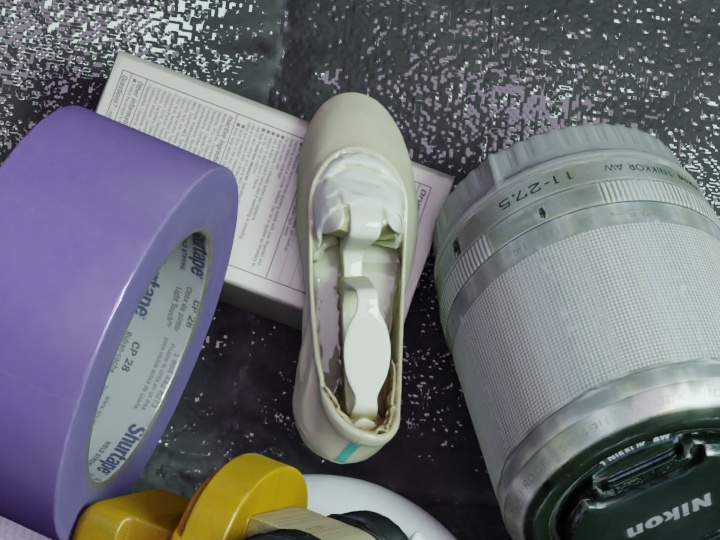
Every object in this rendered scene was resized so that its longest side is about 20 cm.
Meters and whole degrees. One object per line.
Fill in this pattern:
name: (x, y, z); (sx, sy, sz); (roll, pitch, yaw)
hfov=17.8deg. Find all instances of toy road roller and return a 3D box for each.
toy road roller: (-0.072, 0.187, 1.118); (0.145, 0.123, 0.201); (19, 98, 22)

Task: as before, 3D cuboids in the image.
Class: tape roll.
tape roll: (-0.139, 0.027, 1.127); (0.084, 0.200, 0.201); (23, 78, 9)

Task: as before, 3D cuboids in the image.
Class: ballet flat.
ballet flat: (0.000, 0.000, 1.206); (0.069, 0.069, 0.202); (2, 81, -9)

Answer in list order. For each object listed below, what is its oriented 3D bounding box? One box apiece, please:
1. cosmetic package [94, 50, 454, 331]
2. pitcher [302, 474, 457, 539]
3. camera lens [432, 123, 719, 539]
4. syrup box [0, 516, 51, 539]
cosmetic package: (-0.060, -0.035, 1.272); (0.199, 0.073, 0.104); (22, 79, -6)
pitcher: (0.037, 0.181, 1.207); (0.199, 0.172, 0.122); (33, 44, -4)
camera lens: (0.130, 0.045, 1.193); (0.159, 0.161, 0.201); (-9, 52, -11)
syrup box: (-0.235, 0.133, 1.213); (0.198, 0.079, 0.082); (10, 80, -8)
